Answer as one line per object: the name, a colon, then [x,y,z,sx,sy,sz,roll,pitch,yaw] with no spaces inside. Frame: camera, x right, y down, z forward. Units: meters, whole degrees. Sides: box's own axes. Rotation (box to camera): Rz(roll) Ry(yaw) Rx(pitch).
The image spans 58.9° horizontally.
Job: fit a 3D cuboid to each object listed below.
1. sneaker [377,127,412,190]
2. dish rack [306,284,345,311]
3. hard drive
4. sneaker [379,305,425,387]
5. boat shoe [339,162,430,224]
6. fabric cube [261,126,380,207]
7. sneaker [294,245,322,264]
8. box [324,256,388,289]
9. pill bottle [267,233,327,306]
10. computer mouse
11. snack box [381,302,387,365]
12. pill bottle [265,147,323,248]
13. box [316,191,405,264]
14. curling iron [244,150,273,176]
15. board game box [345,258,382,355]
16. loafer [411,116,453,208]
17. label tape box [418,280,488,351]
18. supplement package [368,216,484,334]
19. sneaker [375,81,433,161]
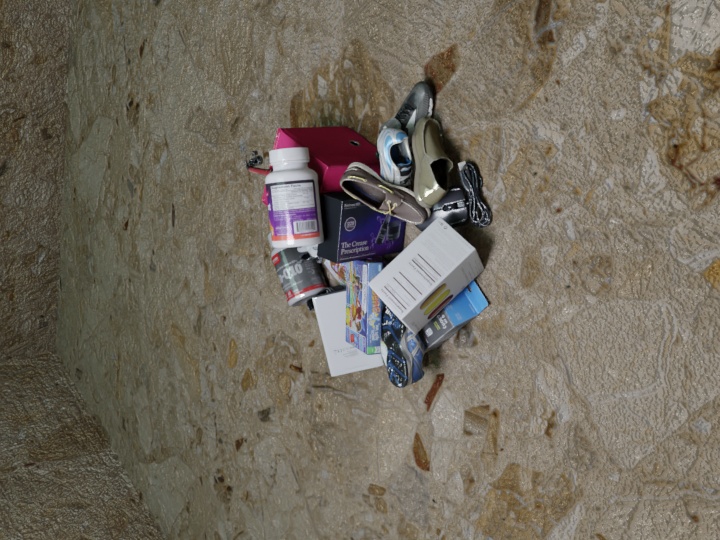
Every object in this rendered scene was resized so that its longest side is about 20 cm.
sneaker: [0.080,-0.200,1.337,0.072,0.072,0.200,36,146,47]
dish rack: [-0.049,0.139,1.613,0.200,0.054,0.153,64,149,4]
hard drive: [-0.029,0.145,1.531,0.026,0.131,0.201,-90,-13,-80]
sneaker: [0.094,0.149,1.381,0.076,0.077,0.201,-8,83,48]
boat shoe: [0.050,-0.149,1.319,0.200,0.060,0.072,32,138,-1]
fabric cube: [-0.081,-0.208,1.487,0.196,0.199,0.200,43,128,34]
sneaker: [-0.136,-0.083,1.621,0.140,0.078,0.200,-64,32,12]
box: [0.000,0.000,1.567,0.200,0.039,0.137,52,133,26]
pill bottle: [-0.170,-0.015,1.694,0.114,0.114,0.200,-33,75,46]
computer mouse: [0.170,-0.135,1.338,0.200,0.053,0.139,-18,87,48]
snack box: [0.065,0.139,1.469,0.116,0.037,0.200,16,128,67]
pill bottle: [-0.140,-0.152,1.332,0.111,0.111,0.201,1,99,47]
box: [0.006,-0.103,1.414,0.079,0.200,0.142,21,115,45]
curling iron: [-0.203,-0.229,1.448,0.200,0.026,0.050,28,122,41]
board game box: [0.006,0.075,1.424,0.135,0.034,0.201,-161,71,-67]
loafer: [0.152,-0.225,1.299,0.068,0.076,0.201,-15,68,42]
label tape box: [0.165,0.071,1.384,0.200,0.066,0.144,-49,64,44]
supplement package: [0.135,0.012,1.293,0.200,0.114,0.110,-44,61,0]
sneaker: [0.089,-0.307,1.357,0.066,0.090,0.200,47,130,29]
